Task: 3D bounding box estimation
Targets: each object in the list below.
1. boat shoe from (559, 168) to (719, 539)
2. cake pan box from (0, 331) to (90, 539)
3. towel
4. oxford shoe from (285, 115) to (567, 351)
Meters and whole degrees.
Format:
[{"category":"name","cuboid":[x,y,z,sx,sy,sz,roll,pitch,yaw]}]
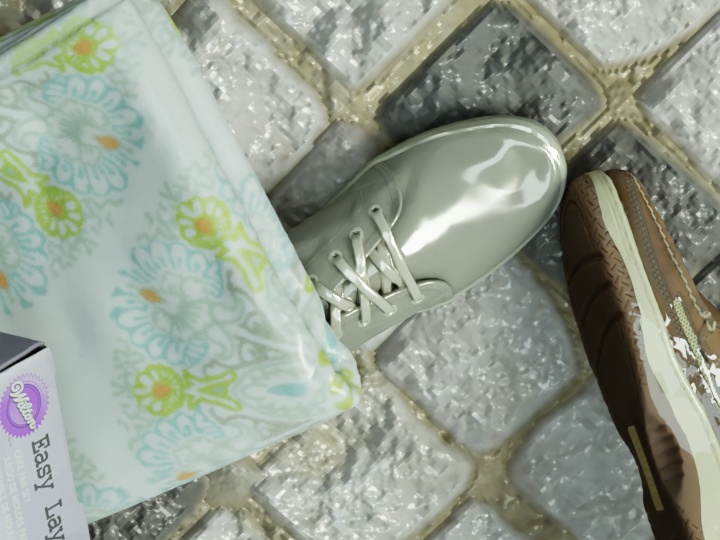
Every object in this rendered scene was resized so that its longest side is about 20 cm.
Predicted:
[{"category":"boat shoe","cuboid":[0.147,0.048,1.007,0.074,0.075,0.204,-19,94,-12]},{"category":"cake pan box","cuboid":[-0.192,0.103,0.982,0.183,0.052,0.201,12,120,35]},{"category":"towel","cuboid":[-0.116,-0.001,0.958,0.170,0.048,0.201,-24,100,26]},{"category":"oxford shoe","cuboid":[0.000,0.000,0.999,0.199,0.058,0.075,-27,110,7]}]
